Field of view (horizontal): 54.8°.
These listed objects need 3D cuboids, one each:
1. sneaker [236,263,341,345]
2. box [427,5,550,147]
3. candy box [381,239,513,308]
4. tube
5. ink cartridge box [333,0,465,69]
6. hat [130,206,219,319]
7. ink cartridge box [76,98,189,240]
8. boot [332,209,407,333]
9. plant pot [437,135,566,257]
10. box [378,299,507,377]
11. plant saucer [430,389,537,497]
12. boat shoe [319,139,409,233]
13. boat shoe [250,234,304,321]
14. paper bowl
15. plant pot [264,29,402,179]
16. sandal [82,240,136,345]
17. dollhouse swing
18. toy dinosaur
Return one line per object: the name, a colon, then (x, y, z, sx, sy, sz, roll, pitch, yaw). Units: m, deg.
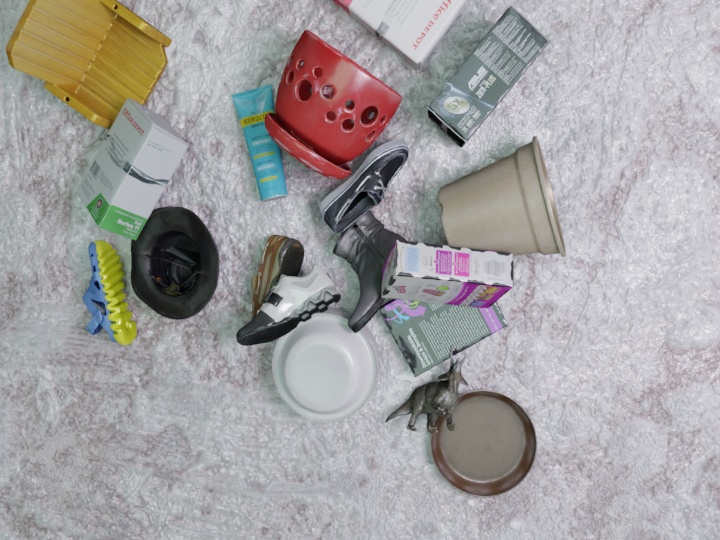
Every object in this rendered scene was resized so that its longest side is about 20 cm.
sneaker: (-0.138, 0.059, 1.225, 0.197, 0.074, 0.090, -28, 71, -11)
box: (0.204, -0.312, 1.152, 0.086, 0.164, 0.201, 40, 100, 0)
candy box: (0.140, 0.009, 1.157, 0.195, 0.137, 0.063, 5, 71, -7)
tube: (-0.177, -0.230, 1.266, 0.076, 0.050, 0.205, -13, 90, 0)
ink cartridge box: (0.067, -0.466, 1.189, 0.199, 0.083, 0.147, 39, 99, 1)
hat: (-0.330, -0.017, 1.287, 0.195, 0.081, 0.206, 2, 98, 14)
ink cartridge box: (-0.408, -0.183, 1.241, 0.146, 0.082, 0.202, 42, 103, 42)
boot: (0.000, 0.000, 1.247, 0.130, 0.070, 0.202, 33, 71, 2)
plant pot: (0.234, -0.101, 1.174, 0.180, 0.200, 0.205, -14, 95, 19)
box: (0.149, 0.083, 1.270, 0.197, 0.036, 0.145, -30, 92, 7)
plant saucer: (0.227, 0.318, 1.290, 0.195, 0.032, 0.206, 1, 96, 6)
boat shoe: (0.017, -0.144, 1.220, 0.199, 0.072, 0.068, -40, 51, -1)
boat shoe: (-0.165, 0.030, 1.286, 0.073, 0.075, 0.204, 25, 99, 34)
paper bowl: (-0.064, 0.175, 1.270, 0.195, 0.104, 0.206, 1, 96, 6)
plant pot: (-0.056, -0.271, 1.169, 0.199, 0.200, 0.184, 36, 102, 1)
sandal: (-0.491, 0.046, 1.316, 0.085, 0.079, 0.205, -7, 95, 11)
dollhouse swing: (-0.470, -0.376, 1.213, 0.180, 0.176, 0.202, 34, 98, 1)
toy dinosaur: (0.131, 0.240, 1.267, 0.076, 0.104, 0.199, 36, 129, -20)
